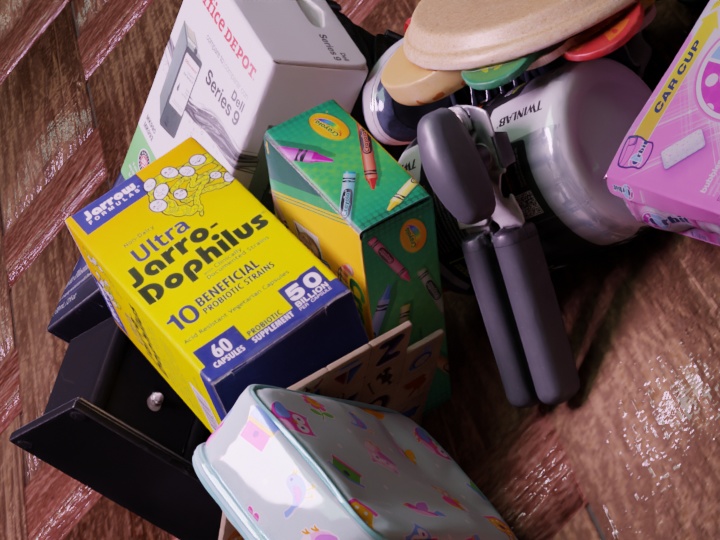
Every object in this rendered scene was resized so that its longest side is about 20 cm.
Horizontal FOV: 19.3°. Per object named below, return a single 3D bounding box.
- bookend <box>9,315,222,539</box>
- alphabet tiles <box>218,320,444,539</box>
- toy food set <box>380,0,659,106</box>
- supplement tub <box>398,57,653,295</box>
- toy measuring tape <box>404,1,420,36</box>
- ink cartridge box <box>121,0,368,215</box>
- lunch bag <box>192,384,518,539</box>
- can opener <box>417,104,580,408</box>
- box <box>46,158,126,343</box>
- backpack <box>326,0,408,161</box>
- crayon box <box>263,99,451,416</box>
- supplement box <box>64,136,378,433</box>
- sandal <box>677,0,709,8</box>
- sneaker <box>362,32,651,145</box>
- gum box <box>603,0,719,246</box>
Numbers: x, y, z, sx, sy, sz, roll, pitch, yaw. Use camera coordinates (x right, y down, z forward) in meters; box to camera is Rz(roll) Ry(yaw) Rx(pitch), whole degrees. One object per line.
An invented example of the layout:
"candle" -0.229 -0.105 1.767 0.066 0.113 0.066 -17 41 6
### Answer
"bookend" -0.124 0.078 1.551 0.092 0.198 0.201 -28 37 46
"alphabet tiles" -0.020 0.112 1.372 0.166 0.006 0.200 -29 -28 -27
"toy food set" 0.119 -0.174 1.391 0.198 0.049 0.200 2 34 47
"supplement tub" 0.105 -0.056 1.412 0.200 0.122 0.123 -23 41 46
"toy measuring tape" 0.078 -0.170 1.640 0.074 0.073 0.200 -50 25 11
"ink cartridge box" -0.088 -0.109 1.542 0.146 0.084 0.200 56 134 42
"lunch bag" 0.001 0.141 1.258 0.160 0.200 0.077 44 104 32
"can opener" 0.078 -0.006 1.324 0.053 0.201 0.067 -10 9 46
"box" -0.147 -0.029 1.765 0.200 0.123 0.199 -31 32 59
"backpack" -0.018 -0.098 1.649 0.154 0.163 0.200 -54 32 21
"crayon box" 0.000 0.000 1.412 0.058 0.200 0.119 -28 49 -19
"supplement box" -0.090 0.023 1.396 0.109 0.110 0.200 -35 48 -14
"sandal" 0.255 -0.212 1.425 0.075 0.048 0.200 -56 27 0
"sneaker" 0.109 -0.146 1.479 0.202 0.077 0.146 -26 14 -34
"gum box" 0.245 -0.103 1.275 0.113 0.066 0.200 24 80 51
